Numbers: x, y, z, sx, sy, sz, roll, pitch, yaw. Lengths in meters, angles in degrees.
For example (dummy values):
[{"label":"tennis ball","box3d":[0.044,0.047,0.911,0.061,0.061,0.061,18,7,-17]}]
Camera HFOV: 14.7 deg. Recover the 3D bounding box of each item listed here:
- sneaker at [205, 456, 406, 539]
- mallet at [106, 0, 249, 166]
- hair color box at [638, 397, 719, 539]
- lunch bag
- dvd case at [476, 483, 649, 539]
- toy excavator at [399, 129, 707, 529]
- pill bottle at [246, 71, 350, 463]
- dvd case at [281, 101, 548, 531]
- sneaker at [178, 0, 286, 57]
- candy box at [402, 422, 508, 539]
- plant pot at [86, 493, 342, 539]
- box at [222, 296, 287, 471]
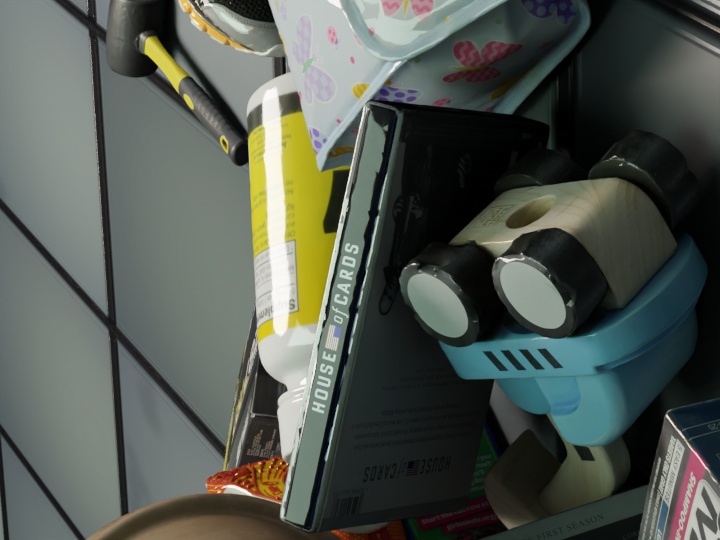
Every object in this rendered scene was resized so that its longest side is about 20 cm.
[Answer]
[{"label":"sneaker","box3d":[-0.034,0.146,1.533,0.200,0.073,0.077,-159,56,-67]},{"label":"mallet","box3d":[-0.122,-0.138,1.897,0.200,0.041,0.066,42,136,51]},{"label":"hair color box","box3d":[0.191,0.152,1.177,0.200,0.060,0.100,-124,31,-45]},{"label":"lunch bag","box3d":[0.027,-0.167,1.369,0.200,0.127,0.170,-44,60,58]},{"label":"dvd case","box3d":[0.110,0.210,1.292,0.025,0.150,0.201,86,165,-66]},{"label":"toy excavator","box3d":[0.100,0.051,1.316,0.194,0.100,0.200,-6,120,51]},{"label":"pill bottle","box3d":[0.000,0.000,1.481,0.114,0.114,0.201,142,127,-67]},{"label":"dvd case","box3d":[0.028,0.022,1.342,0.025,0.150,0.201,17,98,30]},{"label":"sneaker","box3d":[-0.076,-0.215,1.683,0.077,0.078,0.201,-58,46,48]},{"label":"candy box","box3d":[0.037,0.167,1.564,0.169,0.077,0.200,105,147,-50]},{"label":"plant pot","box3d":[-0.057,0.196,1.336,0.175,0.199,0.201,136,122,-72]},{"label":"box","box3d":[-0.054,0.090,1.723,0.200,0.049,0.162,106,171,-49]}]
